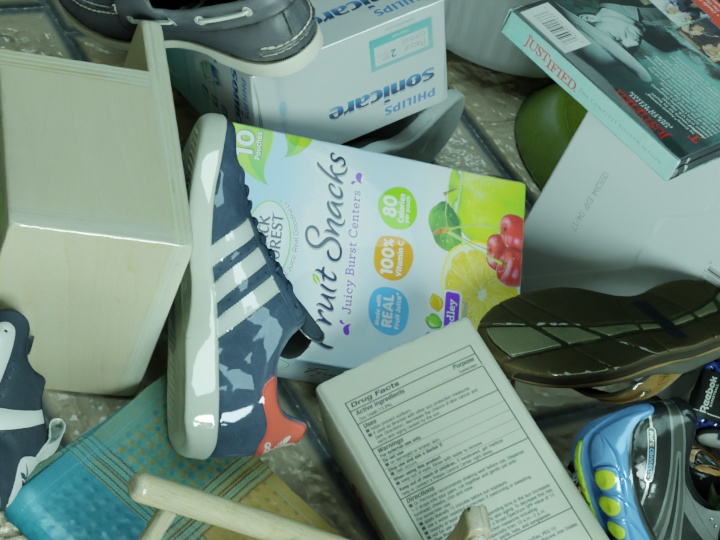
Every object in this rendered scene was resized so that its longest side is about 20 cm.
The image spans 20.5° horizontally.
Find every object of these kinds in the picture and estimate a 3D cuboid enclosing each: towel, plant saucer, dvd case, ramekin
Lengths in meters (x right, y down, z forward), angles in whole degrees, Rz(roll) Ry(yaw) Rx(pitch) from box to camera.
[{"bbox_3d":[-0.082,0.156,1.087,0.200,0.022,0.147,41,43,13],"label":"towel"},{"bbox_3d":[0.213,-0.086,1.497,0.200,0.031,0.200,15,41,-13],"label":"plant saucer"},{"bbox_3d":[0.200,-0.133,1.235,0.200,0.022,0.146,-23,60,-43],"label":"dvd case"},{"bbox_3d":[0.123,-0.231,1.535,0.202,0.094,0.202,11,38,-9],"label":"ramekin"}]

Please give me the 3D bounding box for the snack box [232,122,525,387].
[{"bbox_3d":[0.000,0.000,1.228,0.200,0.053,0.142,11,71,-19],"label":"snack box"}]

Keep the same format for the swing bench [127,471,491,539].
[{"bbox_3d":[-0.029,0.221,0.952,0.200,0.130,0.199,10,50,-24],"label":"swing bench"}]

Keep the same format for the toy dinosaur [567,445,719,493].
[{"bbox_3d":[0.204,0.142,1.208,0.200,0.102,0.136,-26,47,-31],"label":"toy dinosaur"}]

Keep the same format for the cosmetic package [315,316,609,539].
[{"bbox_3d":[0.065,0.139,1.111,0.103,0.087,0.200,-24,58,-9],"label":"cosmetic package"}]

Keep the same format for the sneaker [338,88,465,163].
[{"bbox_3d":[-0.017,-0.088,1.350,0.099,0.071,0.200,29,40,16],"label":"sneaker"}]

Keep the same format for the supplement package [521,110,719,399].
[{"bbox_3d":[0.210,-0.042,1.315,0.156,0.200,0.111,35,41,10],"label":"supplement package"}]

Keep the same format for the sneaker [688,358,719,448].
[{"bbox_3d":[0.270,0.096,1.243,0.115,0.081,0.199,11,3,-23],"label":"sneaker"}]

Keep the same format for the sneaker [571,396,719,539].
[{"bbox_3d":[0.179,0.153,1.093,0.083,0.200,0.071,-26,31,-8],"label":"sneaker"}]

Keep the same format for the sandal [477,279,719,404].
[{"bbox_3d":[0.158,0.047,1.207,0.200,0.055,0.082,-9,39,-36],"label":"sandal"}]

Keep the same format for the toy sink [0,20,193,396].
[{"bbox_3d":[-0.176,-0.047,1.164,0.112,0.130,0.200,7,45,-20],"label":"toy sink"}]

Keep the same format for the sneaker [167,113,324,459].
[{"bbox_3d":[-0.064,0.010,1.136,0.084,0.075,0.200,4,76,-17],"label":"sneaker"}]

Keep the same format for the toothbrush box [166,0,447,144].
[{"bbox_3d":[-0.055,-0.167,1.330,0.146,0.085,0.200,-23,46,-20],"label":"toothbrush box"}]

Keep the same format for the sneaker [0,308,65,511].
[{"bbox_3d":[-0.241,0.049,1.062,0.199,0.080,0.130,37,42,16],"label":"sneaker"}]

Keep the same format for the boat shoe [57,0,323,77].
[{"bbox_3d":[-0.113,-0.174,1.236,0.200,0.063,0.073,18,58,31],"label":"boat shoe"}]
